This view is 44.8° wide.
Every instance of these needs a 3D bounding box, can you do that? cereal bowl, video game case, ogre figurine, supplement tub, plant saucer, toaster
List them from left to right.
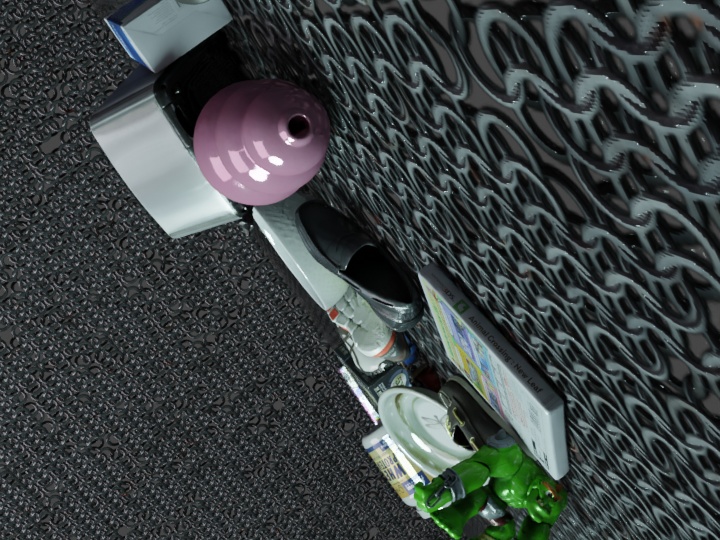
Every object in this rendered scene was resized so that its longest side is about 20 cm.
[{"bbox_3d":[-0.186,-0.151,0.993,0.181,0.118,0.200,56,-149,-28],"label":"toaster"},{"bbox_3d":[-0.077,-0.046,1.238,0.200,0.083,0.200,53,172,10],"label":"cereal bowl"},{"bbox_3d":[0.031,0.263,1.925,0.181,0.036,0.200,56,-169,1],"label":"video game case"},{"bbox_3d":[0.113,0.377,1.746,0.200,0.144,0.144,53,173,4],"label":"supplement tub"},{"bbox_3d":[0.118,0.235,1.286,0.200,0.050,0.200,31,145,24],"label":"plant saucer"},{"bbox_3d":[0.133,0.101,0.845,0.182,0.022,0.200,49,172,31],"label":"video game case"},{"bbox_3d":[0.148,0.246,0.925,0.200,0.120,0.098,43,175,-13],"label":"ogre figurine"}]

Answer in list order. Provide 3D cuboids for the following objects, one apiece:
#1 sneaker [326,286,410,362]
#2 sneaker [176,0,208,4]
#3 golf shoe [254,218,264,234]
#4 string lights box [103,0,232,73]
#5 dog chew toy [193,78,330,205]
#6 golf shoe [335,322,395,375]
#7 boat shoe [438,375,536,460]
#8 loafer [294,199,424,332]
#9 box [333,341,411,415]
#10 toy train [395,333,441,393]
[{"bbox_3d":[0.013,0.070,1.261,0.082,0.077,0.200,33,-163,-35],"label":"sneaker"},{"bbox_3d":[-0.191,-0.322,0.781,0.200,0.060,0.104,52,178,37],"label":"sneaker"},{"bbox_3d":[-0.121,-0.089,1.441,0.088,0.077,0.200,33,173,4],"label":"golf shoe"},{"bbox_3d":[-0.220,-0.282,0.977,0.059,0.103,0.200,56,173,-26],"label":"string lights box"},{"bbox_3d":[-0.087,-0.126,0.829,0.125,0.124,0.200,55,165,-14],"label":"dog chew toy"},{"bbox_3d":[-0.001,0.111,1.514,0.095,0.078,0.200,58,170,-28],"label":"golf shoe"},{"bbox_3d":[0.137,0.190,1.066,0.072,0.061,0.201,56,172,-23],"label":"boat shoe"},{"bbox_3d":[-0.002,-0.016,0.992,0.201,0.068,0.070,45,162,21],"label":"loafer"},{"bbox_3d":[0.053,0.210,1.588,0.164,0.086,0.200,57,172,-22],"label":"box"},{"bbox_3d":[0.098,0.168,1.310,0.200,0.034,0.046,54,160,-11],"label":"toy train"}]
